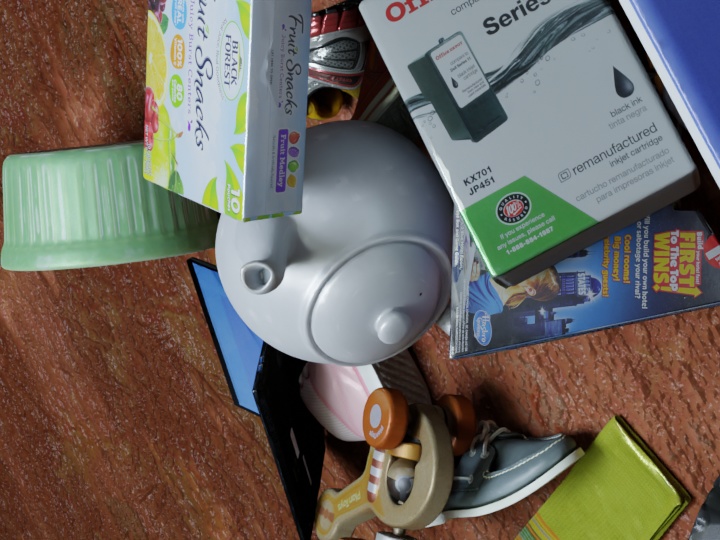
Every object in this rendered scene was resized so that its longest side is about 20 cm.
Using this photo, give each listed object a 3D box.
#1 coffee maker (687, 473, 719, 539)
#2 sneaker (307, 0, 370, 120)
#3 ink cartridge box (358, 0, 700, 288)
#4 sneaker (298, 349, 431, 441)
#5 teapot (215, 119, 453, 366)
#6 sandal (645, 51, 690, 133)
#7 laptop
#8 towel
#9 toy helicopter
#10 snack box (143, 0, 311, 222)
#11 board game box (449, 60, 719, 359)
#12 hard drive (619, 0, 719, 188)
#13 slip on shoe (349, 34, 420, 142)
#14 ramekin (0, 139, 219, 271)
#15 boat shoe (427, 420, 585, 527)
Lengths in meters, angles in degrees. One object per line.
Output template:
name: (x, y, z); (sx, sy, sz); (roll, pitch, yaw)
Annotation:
coffee maker: (0.310, 0.206, 1.001); (0.199, 0.134, 0.194); (20, 118, 39)
sneaker: (-0.060, -0.154, 1.287); (0.199, 0.078, 0.083); (-12, 102, 50)
ink cartridge box: (0.107, -0.112, 1.016); (0.146, 0.083, 0.201); (-28, 79, 10)
sneaker: (-0.023, 0.052, 1.327); (0.104, 0.075, 0.202); (-20, 95, 42)
teapot: (0.000, 0.000, 1.163); (0.146, 0.199, 0.199); (53, 162, 41)
sandal: (0.210, -0.176, 0.997); (0.059, 0.079, 0.209); (-25, 85, 50)
laptop: (-0.098, 0.110, 1.371); (0.102, 0.201, 0.179); (-7, 125, 12)
towel: (0.174, 0.204, 1.227); (0.086, 0.018, 0.201); (48, 133, 21)
toy helicopter: (0.018, 0.183, 1.261); (0.200, 0.078, 0.134); (-40, 49, 52)
snack box: (-0.090, -0.147, 1.068); (0.142, 0.053, 0.202); (22, 114, 51)
board game box: (0.164, -0.037, 1.074); (0.198, 0.062, 0.202); (2, 89, 14)
hard drive: (0.239, -0.140, 0.950); (0.201, 0.131, 0.025); (63, 170, 7)
slip on shoe: (0.033, -0.157, 1.196); (0.061, 0.074, 0.201); (50, 129, 29)
ramekin: (-0.222, -0.062, 1.407); (0.199, 0.199, 0.099); (0, 98, 46)
boat shoe: (0.094, 0.153, 1.250); (0.200, 0.072, 0.062); (-29, 88, 53)
